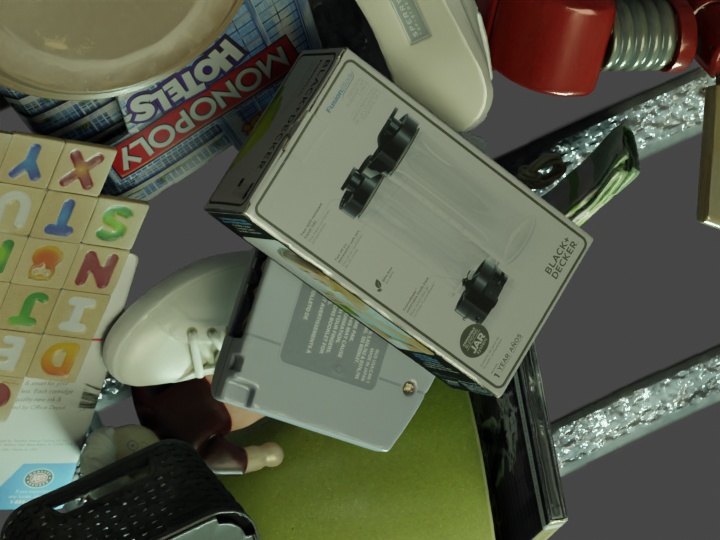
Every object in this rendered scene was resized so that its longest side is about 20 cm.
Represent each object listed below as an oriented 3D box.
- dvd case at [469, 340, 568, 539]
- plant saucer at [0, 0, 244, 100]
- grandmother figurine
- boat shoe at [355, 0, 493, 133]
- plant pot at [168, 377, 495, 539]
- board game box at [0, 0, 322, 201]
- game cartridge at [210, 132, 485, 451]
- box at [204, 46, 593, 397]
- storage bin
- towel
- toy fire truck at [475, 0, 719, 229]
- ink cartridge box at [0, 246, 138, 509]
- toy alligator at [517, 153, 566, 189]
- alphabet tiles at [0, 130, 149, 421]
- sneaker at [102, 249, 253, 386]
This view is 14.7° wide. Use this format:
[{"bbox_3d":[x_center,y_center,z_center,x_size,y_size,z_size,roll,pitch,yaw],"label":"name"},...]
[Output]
[{"bbox_3d":[0.094,0.108,1.786,0.016,0.149,0.200,-7,164,-10],"label":"dvd case"},{"bbox_3d":[-0.146,-0.178,1.531,0.200,0.029,0.200,-9,123,-14],"label":"plant saucer"},{"bbox_3d":[-0.097,0.079,1.768,0.200,0.121,0.061,-38,169,-22],"label":"grandmother figurine"},{"bbox_3d":[0.031,-0.179,1.642,0.072,0.069,0.200,-25,98,15],"label":"boat shoe"},{"bbox_3d":[-0.023,0.157,1.845,0.200,0.187,0.187,-8,130,-4],"label":"plant pot"},{"bbox_3d":[-0.099,-0.115,1.655,0.200,0.062,0.200,-34,132,2],"label":"board game box"},{"bbox_3d":[0.000,0.000,1.661,0.133,0.040,0.200,20,85,-22],"label":"game cartridge"},{"bbox_3d":[0.024,-0.028,1.618,0.200,0.060,0.117,35,78,-24],"label":"box"},{"bbox_3d":[-0.124,0.222,1.720,0.135,0.094,0.200,-24,126,-15],"label":"storage bin"},{"bbox_3d":[0.095,-0.018,1.780,0.200,0.153,0.023,-40,96,10],"label":"towel"},{"bbox_3d":[0.165,-0.126,1.682,0.176,0.200,0.129,-3,126,-25],"label":"toy fire truck"},{"bbox_3d":[-0.220,0.051,1.720,0.116,0.067,0.200,3,124,-28],"label":"ink cartridge box"},{"bbox_3d":[0.030,-0.046,1.777,0.200,0.054,0.059,-21,136,-10],"label":"toy alligator"},{"bbox_3d":[-0.220,0.005,1.633,0.166,0.006,0.200,8,121,-31],"label":"alphabet tiles"},{"bbox_3d":[-0.056,0.033,1.700,0.200,0.085,0.073,-21,137,-11],"label":"sneaker"}]
